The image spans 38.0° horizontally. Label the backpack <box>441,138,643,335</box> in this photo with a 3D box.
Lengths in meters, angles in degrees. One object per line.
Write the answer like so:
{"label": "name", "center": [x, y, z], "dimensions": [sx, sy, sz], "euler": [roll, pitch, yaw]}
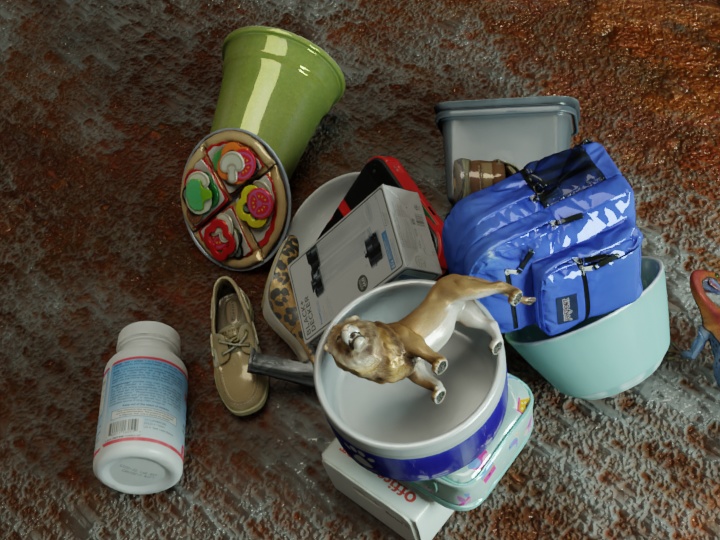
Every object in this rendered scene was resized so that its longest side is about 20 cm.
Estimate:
{"label": "backpack", "center": [0.195, -0.023, 1.127], "dimensions": [0.198, 0.164, 0.169], "euler": [-19, 43, -2]}

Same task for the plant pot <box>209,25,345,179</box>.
{"label": "plant pot", "center": [-0.142, -0.227, 1.565], "dimensions": [0.198, 0.201, 0.186], "euler": [9, 66, 20]}

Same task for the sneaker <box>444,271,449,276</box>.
{"label": "sneaker", "center": [0.120, 0.039, 1.347], "dimensions": [0.198, 0.079, 0.076], "euler": [-17, 32, -3]}

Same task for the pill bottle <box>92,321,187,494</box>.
{"label": "pill bottle", "center": [-0.272, 0.168, 1.317], "dimensions": [0.107, 0.109, 0.202], "euler": [-9, 50, 7]}

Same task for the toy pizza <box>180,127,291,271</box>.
{"label": "toy pizza", "center": [-0.182, -0.098, 1.470], "dimensions": [0.199, 0.202, 0.032], "euler": [22, 19, 28]}

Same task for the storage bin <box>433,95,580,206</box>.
{"label": "storage bin", "center": [0.203, -0.151, 1.452], "dimensions": [0.197, 0.146, 0.136], "euler": [1, 79, 14]}

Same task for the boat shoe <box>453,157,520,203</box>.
{"label": "boat shoe", "center": [0.164, -0.101, 1.295], "dimensions": [0.071, 0.200, 0.077], "euler": [-4, 93, 15]}

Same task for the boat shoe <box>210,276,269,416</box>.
{"label": "boat shoe", "center": [-0.166, 0.097, 1.375], "dimensions": [0.071, 0.065, 0.201], "euler": [-14, 51, 2]}

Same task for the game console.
{"label": "game console", "center": [0.026, -0.027, 1.310], "dimensions": [0.031, 0.178, 0.201], "euler": [9, 36, -39]}

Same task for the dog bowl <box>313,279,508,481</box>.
{"label": "dog bowl", "center": [0.054, 0.113, 1.091], "dimensions": [0.198, 0.079, 0.202], "euler": [-7, 53, 9]}

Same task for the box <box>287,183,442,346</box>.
{"label": "box", "center": [0.000, 0.000, 1.266], "dimensions": [0.200, 0.060, 0.118], "euler": [-37, 56, 40]}

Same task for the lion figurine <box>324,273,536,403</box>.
{"label": "lion figurine", "center": [0.069, 0.055, 1.047], "dimensions": [0.199, 0.073, 0.122], "euler": [-31, 44, -28]}

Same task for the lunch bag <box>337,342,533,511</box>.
{"label": "lunch bag", "center": [0.077, 0.160, 1.150], "dimensions": [0.199, 0.077, 0.161], "euler": [27, 64, 28]}

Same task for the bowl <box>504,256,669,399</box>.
{"label": "bowl", "center": [0.281, 0.077, 1.226], "dimensions": [0.199, 0.106, 0.201], "euler": [-28, 10, 5]}

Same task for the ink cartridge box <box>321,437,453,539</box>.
{"label": "ink cartridge box", "center": [0.072, 0.199, 1.224], "dimensions": [0.146, 0.083, 0.200], "euler": [30, 63, 30]}

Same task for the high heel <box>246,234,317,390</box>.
{"label": "high heel", "center": [-0.060, 0.057, 1.358], "dimensions": [0.141, 0.072, 0.202], "euler": [13, 67, -5]}

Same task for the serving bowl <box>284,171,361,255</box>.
{"label": "serving bowl", "center": [-0.007, -0.030, 1.420], "dimensions": [0.198, 0.066, 0.202], "euler": [-12, 63, 25]}

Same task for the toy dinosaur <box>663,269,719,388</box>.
{"label": "toy dinosaur", "center": [0.434, 0.077, 1.198], "dimensions": [0.104, 0.200, 0.184], "euler": [-14, 80, -17]}
